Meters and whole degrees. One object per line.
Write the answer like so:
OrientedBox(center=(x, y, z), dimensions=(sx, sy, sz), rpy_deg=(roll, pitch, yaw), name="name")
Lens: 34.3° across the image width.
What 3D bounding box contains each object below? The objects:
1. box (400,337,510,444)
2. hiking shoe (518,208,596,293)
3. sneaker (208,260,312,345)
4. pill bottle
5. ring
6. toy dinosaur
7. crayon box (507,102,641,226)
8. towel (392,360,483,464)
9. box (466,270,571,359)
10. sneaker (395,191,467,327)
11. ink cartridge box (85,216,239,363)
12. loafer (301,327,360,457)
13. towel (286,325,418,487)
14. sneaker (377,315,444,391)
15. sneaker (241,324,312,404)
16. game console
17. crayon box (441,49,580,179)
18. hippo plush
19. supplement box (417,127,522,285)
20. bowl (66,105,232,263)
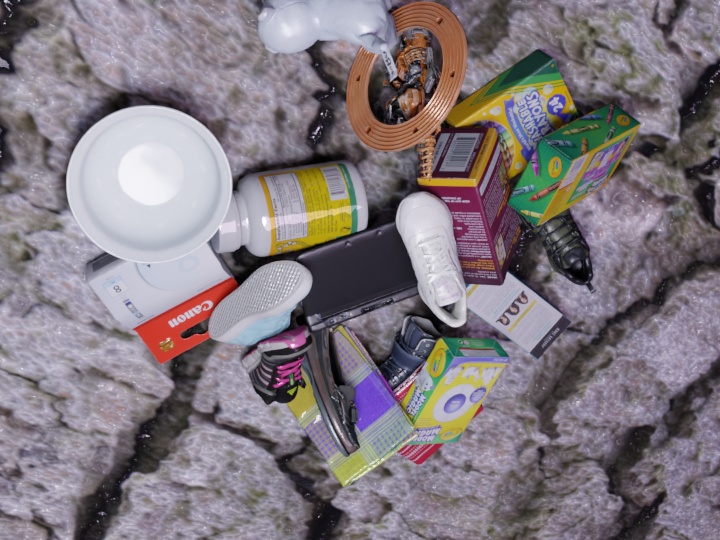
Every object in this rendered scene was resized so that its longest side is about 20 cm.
OrientedBox(center=(0.123, 0.189, 1.720), dimensions=(0.117, 0.048, 0.200), rpy_deg=(3, 128, -39), name="box")
OrientedBox(center=(0.301, -0.056, 1.738), dimensions=(0.076, 0.101, 0.200), rpy_deg=(-38, 124, 0), name="hiking shoe")
OrientedBox(center=(-0.118, 0.046, 1.572), dimensions=(0.082, 0.074, 0.200), rpy_deg=(17, 149, -39), name="sneaker")
OrientedBox(center=(-0.100, -0.079, 1.555), dimensions=(0.200, 0.113, 0.113), rpy_deg=(-10, 120, -18), name="pill bottle")
OrientedBox(center=(0.059, -0.245, 1.484), dimensions=(0.019, 0.200, 0.201), rpy_deg=(18, 109, -43), name="ring")
OrientedBox(center=(0.067, -0.218, 1.531), dimensions=(0.102, 0.136, 0.200), rpy_deg=(20, 66, -14), name="toy dinosaur")
OrientedBox(center=(0.302, -0.151, 1.640), dimensions=(0.200, 0.058, 0.119), rpy_deg=(-28, 152, -44), name="crayon box")
OrientedBox(center=(0.094, 0.220, 1.781), dimensions=(0.145, 0.022, 0.200), rpy_deg=(-43, 141, 5), name="towel")
OrientedBox(center=(0.229, 0.052, 1.797), dimensions=(0.200, 0.049, 0.082), rpy_deg=(36, 100, -33), name="box")
OrientedBox(center=(0.106, -0.014, 1.544), dimensions=(0.075, 0.100, 0.200), rpy_deg=(-22, 124, -3), name="sneaker")
OrientedBox(center=(-0.251, 0.036, 1.582), dimensions=(0.160, 0.047, 0.200), rpy_deg=(-28, 125, 2), name="ink cartridge box")
OrientedBox(center=(-0.038, 0.164, 1.664), dimensions=(0.063, 0.200, 0.072), rpy_deg=(-26, 160, 2), name="loafer")
OrientedBox(center=(-0.024, 0.196, 1.699), dimensions=(0.144, 0.200, 0.023), rpy_deg=(-37, 160, 5), name="towel")
OrientedBox(center=(0.041, 0.143, 1.743), dimensions=(0.202, 0.077, 0.146), rpy_deg=(-12, 132, -27), name="sneaker")
OrientedBox(center=(-0.105, 0.137, 1.620), dimensions=(0.074, 0.200, 0.088), rpy_deg=(-20, 81, -27), name="sneaker")
OrientedBox(center=(0.000, 0.000, 1.634), dimensions=(0.200, 0.176, 0.117), rpy_deg=(-19, 96, -11), name="game console")
OrientedBox(center=(0.204, -0.201, 1.651), dimensions=(0.200, 0.052, 0.126), rpy_deg=(-34, 124, -2), name="crayon box")
OrientedBox(center=(-0.044, -0.311, 1.444), dimensions=(0.161, 0.200, 0.159), rpy_deg=(-10, 161, 8), name="hippo plush")
OrientedBox(center=(0.154, -0.087, 1.617), dimensions=(0.086, 0.110, 0.200), rpy_deg=(4, 136, 25), name="supplement box")
OrientedBox(center=(-0.264, -0.116, 1.470), dimensions=(0.201, 0.090, 0.201), rpy_deg=(-3, 108, -8), name="bowl")
